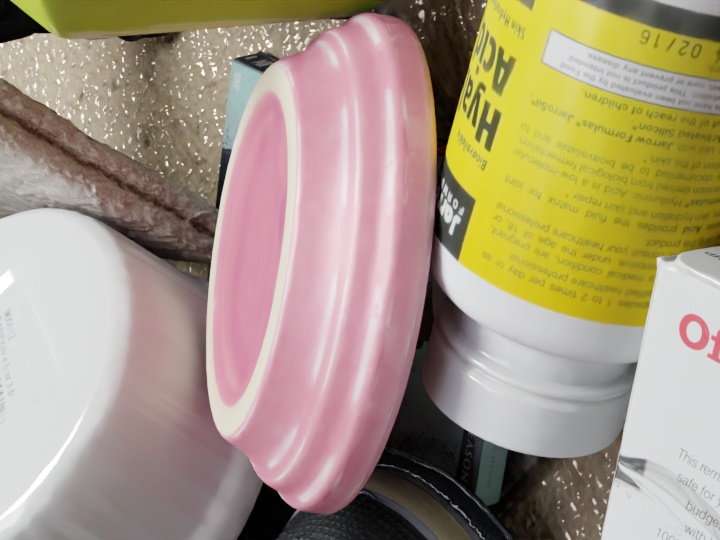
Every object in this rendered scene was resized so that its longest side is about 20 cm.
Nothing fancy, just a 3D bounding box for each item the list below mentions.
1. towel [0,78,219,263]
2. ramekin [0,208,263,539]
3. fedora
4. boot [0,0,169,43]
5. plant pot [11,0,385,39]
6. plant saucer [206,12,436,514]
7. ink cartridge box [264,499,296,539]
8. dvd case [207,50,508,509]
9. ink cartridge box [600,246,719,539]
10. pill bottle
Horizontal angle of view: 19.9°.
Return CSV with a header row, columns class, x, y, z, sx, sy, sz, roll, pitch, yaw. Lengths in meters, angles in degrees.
class,x,y,z,sx,sy,sz,roll,pitch,yaw
towel,-0.162,-0.050,0.949,0.132,0.199,0.035,6,71,48
ramekin,-0.145,0.070,0.925,0.199,0.098,0.202,-22,49,28
fedora,-0.006,0.177,0.881,0.199,0.091,0.202,14,115,33
boot,-0.164,-0.198,0.958,0.076,0.167,0.202,19,112,49
plant pot,-0.083,-0.202,0.830,0.200,0.198,0.183,39,131,52
plant saucer,-0.023,-0.005,0.826,0.200,0.050,0.202,-171,90,-75
ink cartridge box,-0.097,0.132,1.046,0.198,0.043,0.201,45,129,32
dvd case,0.000,0.000,0.923,0.199,0.022,0.147,29,118,42
ink cartridge box,0.162,0.106,0.710,0.145,0.083,0.201,30,120,42
pill bottle,0.086,-0.037,0.748,0.111,0.111,0.201,37,124,38
